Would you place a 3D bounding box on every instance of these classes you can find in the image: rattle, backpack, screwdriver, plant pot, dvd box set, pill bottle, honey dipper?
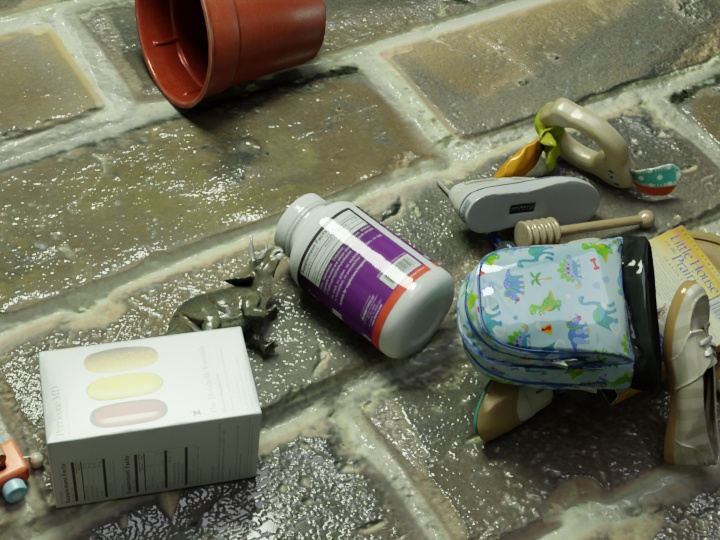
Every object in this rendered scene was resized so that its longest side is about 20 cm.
[{"bbox_3d":[0.289,-0.113,1.513,0.200,0.130,0.143,39,60,-8],"label":"rattle"},{"bbox_3d":[0.195,0.044,1.216,0.198,0.154,0.165,-5,72,19],"label":"backpack"},{"bbox_3d":[0.152,-0.055,1.466,0.029,0.028,0.200,-35,54,1],"label":"screwdriver"},{"bbox_3d":[-0.163,-0.330,1.570,0.194,0.202,0.201,-18,52,-33],"label":"plant pot"},{"bbox_3d":[0.314,0.045,1.312,0.199,0.029,0.147,-23,65,-22],"label":"dvd box set"},{"bbox_3d":[0.000,0.000,1.332,0.200,0.113,0.112,37,53,24],"label":"pill bottle"},{"bbox_3d":[0.279,-0.055,1.468,0.198,0.038,0.038,-10,49,-26],"label":"honey dipper"}]

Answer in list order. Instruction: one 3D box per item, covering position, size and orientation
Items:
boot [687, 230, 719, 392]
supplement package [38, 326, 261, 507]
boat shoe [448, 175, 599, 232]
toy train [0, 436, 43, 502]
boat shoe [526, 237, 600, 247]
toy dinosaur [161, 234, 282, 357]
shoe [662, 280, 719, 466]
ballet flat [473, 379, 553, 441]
[{"bbox_3d":[0.418,0.054,1.379,0.174,0.066,0.201,14,48,5],"label":"boot"},{"bbox_3d":[-0.205,0.142,1.171,0.198,0.110,0.114,-7,48,-15],"label":"supplement package"},{"bbox_3d":[0.198,-0.088,1.470,0.198,0.071,0.070,-7,34,-25],"label":"boat shoe"},{"bbox_3d":[-0.345,0.236,1.101,0.149,0.056,0.201,-18,52,-23],"label":"toy train"},{"bbox_3d":[0.222,0.013,1.376,0.199,0.073,0.063,-16,37,-27],"label":"boat shoe"},{"bbox_3d":[-0.152,0.053,1.302,0.199,0.077,0.102,-31,47,-26],"label":"toy dinosaur"},{"bbox_3d":[0.345,0.108,1.230,0.053,0.202,0.070,10,22,36],"label":"shoe"},{"bbox_3d":[0.188,0.108,1.285,0.063,0.069,0.200,9,42,32],"label":"ballet flat"}]
